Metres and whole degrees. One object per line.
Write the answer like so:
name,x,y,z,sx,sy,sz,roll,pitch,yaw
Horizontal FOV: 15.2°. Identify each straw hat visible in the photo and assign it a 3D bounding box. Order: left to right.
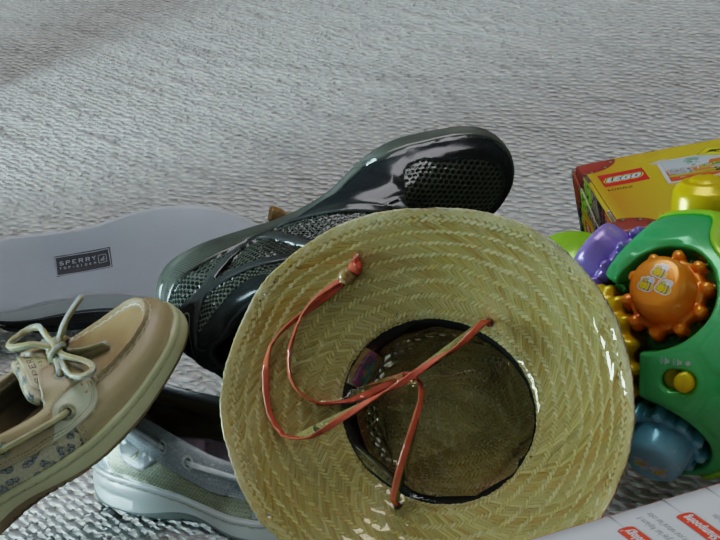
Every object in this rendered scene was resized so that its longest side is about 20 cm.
straw hat,0.042,0.067,1.258,0.201,0.201,0.085,-4,-12,20

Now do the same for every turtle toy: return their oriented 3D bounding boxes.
turtle toy,0.140,0.030,1.277,0.101,0.146,0.200,-5,15,-17

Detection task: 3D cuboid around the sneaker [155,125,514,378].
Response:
sneaker,0.000,0.000,1.371,0.199,0.076,0.114,-25,30,-7

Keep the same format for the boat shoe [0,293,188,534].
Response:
boat shoe,-0.172,0.077,1.336,0.200,0.063,0.073,-42,24,-6

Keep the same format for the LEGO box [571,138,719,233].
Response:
LEGO box,0.232,-0.024,1.524,0.200,0.077,0.149,-11,17,-1

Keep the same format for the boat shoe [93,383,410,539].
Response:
boat shoe,-0.057,0.090,1.350,0.202,0.065,0.074,5,24,39

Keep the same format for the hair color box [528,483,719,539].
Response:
hair color box,0.178,0.127,1.109,0.200,0.061,0.102,-14,18,-15

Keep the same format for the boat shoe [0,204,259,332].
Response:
boat shoe,-0.148,0.003,1.685,0.200,0.069,0.057,-4,-21,4

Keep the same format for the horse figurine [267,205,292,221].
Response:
horse figurine,0.017,0.001,1.570,0.132,0.050,0.200,17,-1,-18

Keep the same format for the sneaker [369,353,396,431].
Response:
sneaker,-0.008,0.034,1.468,0.086,0.080,0.200,-33,37,-21
